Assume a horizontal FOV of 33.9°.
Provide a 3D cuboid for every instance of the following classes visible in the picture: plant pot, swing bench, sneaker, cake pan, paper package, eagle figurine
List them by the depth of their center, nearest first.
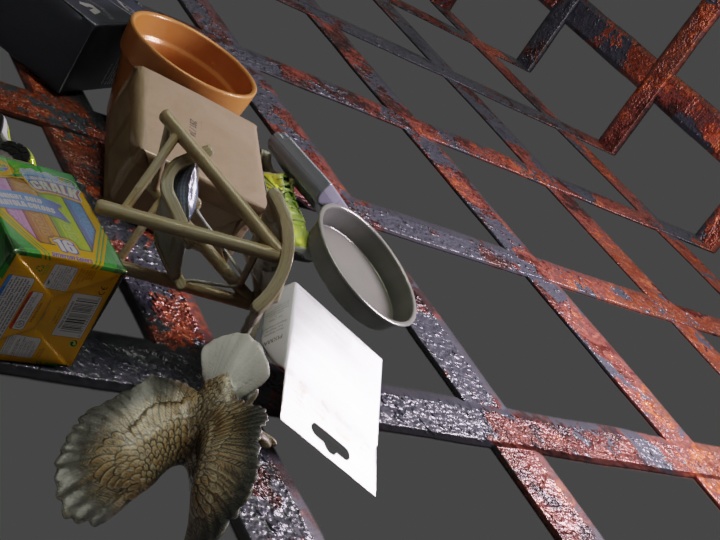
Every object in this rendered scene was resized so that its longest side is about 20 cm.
[{"bbox_3d":[-0.145,0.155,1.017,0.152,0.151,0.200,58,19,3],"label":"eagle figurine"},{"bbox_3d":[-0.164,-0.030,1.235,0.199,0.130,0.199,33,-22,-3],"label":"swing bench"},{"bbox_3d":[-0.389,-0.106,1.278,0.200,0.074,0.081,44,-19,50],"label":"sneaker"},{"bbox_3d":[-0.223,-0.136,1.499,0.189,0.104,0.201,24,31,-27],"label":"paper package"},{"bbox_3d":[0.000,0.000,1.613,0.200,0.037,0.201,42,25,-25],"label":"cake pan"},{"bbox_3d":[-0.118,-0.090,1.633,0.075,0.077,0.200,8,35,-53],"label":"sneaker"},{"bbox_3d":[-0.263,-0.247,1.653,0.199,0.141,0.201,30,23,-14],"label":"plant pot"}]

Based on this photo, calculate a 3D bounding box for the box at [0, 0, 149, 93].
[{"bbox_3d":[-0.422,-0.359,1.677,0.196,0.118,0.200,38,20,8],"label":"box"}]

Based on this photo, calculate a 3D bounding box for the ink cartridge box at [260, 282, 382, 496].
[{"bbox_3d":[-0.044,0.133,1.290,0.162,0.057,0.201,43,36,-31],"label":"ink cartridge box"}]

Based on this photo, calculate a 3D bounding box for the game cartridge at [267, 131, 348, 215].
[{"bbox_3d":[-0.066,-0.118,1.716,0.133,0.040,0.200,45,-4,17],"label":"game cartridge"}]

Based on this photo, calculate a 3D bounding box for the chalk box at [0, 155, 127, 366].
[{"bbox_3d":[-0.331,-0.025,1.111,0.123,0.125,0.200,12,30,-46],"label":"chalk box"}]
